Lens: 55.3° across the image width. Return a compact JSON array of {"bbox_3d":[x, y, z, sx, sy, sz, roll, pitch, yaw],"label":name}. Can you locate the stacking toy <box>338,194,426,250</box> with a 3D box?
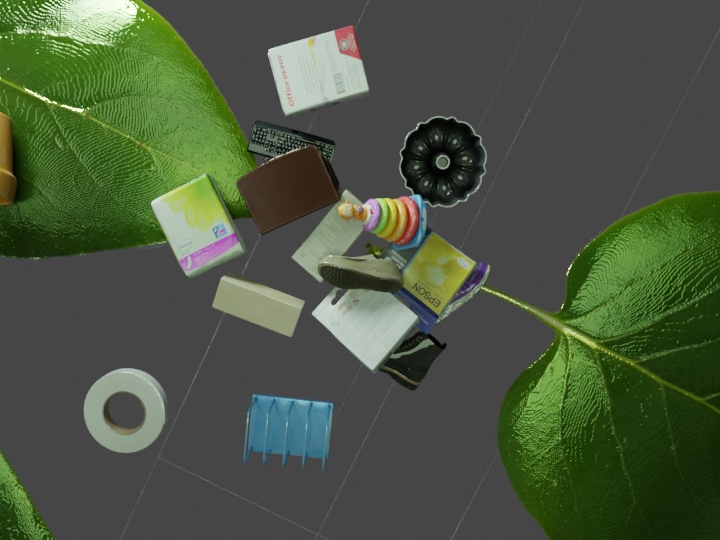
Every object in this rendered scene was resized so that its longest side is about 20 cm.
[{"bbox_3d":[0.038,-0.117,1.491,0.198,0.109,0.118,9,77,-32],"label":"stacking toy"}]

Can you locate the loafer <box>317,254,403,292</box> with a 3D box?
[{"bbox_3d":[0.000,0.000,1.547,0.197,0.069,0.076,12,139,-11],"label":"loafer"}]

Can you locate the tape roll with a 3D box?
[{"bbox_3d":[-0.565,0.339,1.662,0.199,0.037,0.206,0,97,1],"label":"tape roll"}]

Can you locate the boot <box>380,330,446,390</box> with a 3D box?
[{"bbox_3d":[0.088,0.173,1.606,0.199,0.078,0.139,31,110,-16],"label":"boot"}]

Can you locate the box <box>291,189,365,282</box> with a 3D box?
[{"bbox_3d":[-0.061,-0.080,1.584,0.095,0.078,0.200,41,96,-5],"label":"box"}]

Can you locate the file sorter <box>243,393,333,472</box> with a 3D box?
[{"bbox_3d":[-0.171,0.386,1.621,0.197,0.123,0.141,6,97,0],"label":"file sorter"}]

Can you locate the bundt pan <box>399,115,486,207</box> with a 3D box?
[{"bbox_3d":[0.183,-0.246,1.562,0.198,0.076,0.205,0,98,0],"label":"bundt pan"}]

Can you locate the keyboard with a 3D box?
[{"bbox_3d":[-0.162,-0.273,1.581,0.197,0.040,0.106,14,96,0],"label":"keyboard"}]

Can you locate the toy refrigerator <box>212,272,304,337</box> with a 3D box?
[{"bbox_3d":[-0.237,0.078,1.612,0.197,0.070,0.077,20,104,-1],"label":"toy refrigerator"}]

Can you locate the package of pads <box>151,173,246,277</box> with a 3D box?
[{"bbox_3d":[-0.375,-0.101,1.590,0.153,0.068,0.202,-25,96,2],"label":"package of pads"}]

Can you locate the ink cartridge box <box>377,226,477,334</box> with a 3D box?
[{"bbox_3d":[0.133,0.008,1.581,0.197,0.047,0.201,37,95,16],"label":"ink cartridge box"}]

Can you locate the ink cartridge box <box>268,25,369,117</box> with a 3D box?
[{"bbox_3d":[-0.090,-0.441,1.536,0.197,0.086,0.150,-14,97,4],"label":"ink cartridge box"}]

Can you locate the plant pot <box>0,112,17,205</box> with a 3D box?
[{"bbox_3d":[-0.858,-0.262,1.524,0.197,0.200,0.186,8,81,-1],"label":"plant pot"}]

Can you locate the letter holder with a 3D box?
[{"bbox_3d":[-0.160,-0.194,1.537,0.198,0.101,0.143,-23,110,9],"label":"letter holder"}]

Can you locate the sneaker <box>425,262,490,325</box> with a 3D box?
[{"bbox_3d":[0.217,0.043,1.599,0.199,0.081,0.084,-38,89,5],"label":"sneaker"}]

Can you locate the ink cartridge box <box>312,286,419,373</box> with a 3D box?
[{"bbox_3d":[0.012,0.110,1.575,0.199,0.047,0.160,40,82,20],"label":"ink cartridge box"}]
